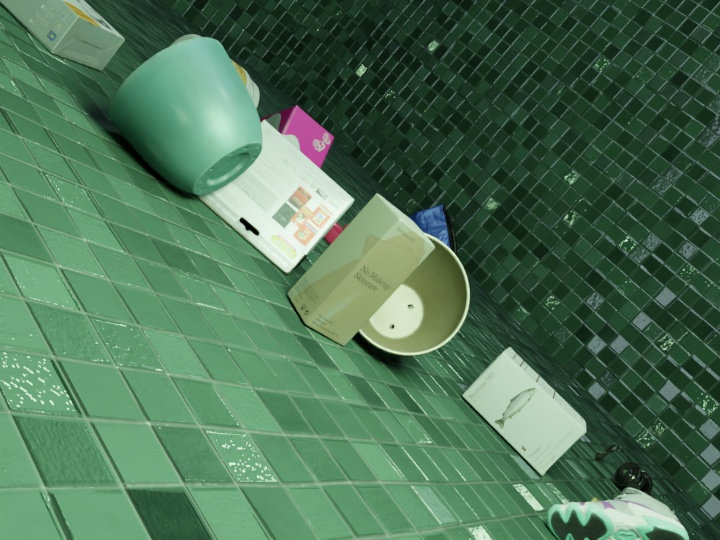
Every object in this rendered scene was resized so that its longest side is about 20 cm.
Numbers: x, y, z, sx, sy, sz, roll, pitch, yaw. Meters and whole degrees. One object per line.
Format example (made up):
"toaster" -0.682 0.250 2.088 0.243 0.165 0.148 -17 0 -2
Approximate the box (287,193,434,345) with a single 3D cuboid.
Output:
"box" 0.000 0.000 1.102 0.095 0.200 0.078 32 14 -41

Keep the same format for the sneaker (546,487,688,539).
"sneaker" 0.382 0.372 1.163 0.198 0.078 0.140 11 13 10

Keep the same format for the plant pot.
"plant pot" -0.239 -0.210 1.129 0.161 0.200 0.201 54 12 5

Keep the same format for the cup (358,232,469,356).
"cup" 0.066 0.052 1.255 0.200 0.200 0.143 43 -15 8

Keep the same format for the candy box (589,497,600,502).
"candy box" 0.416 0.454 1.198 0.115 0.055 0.200 40 12 -7

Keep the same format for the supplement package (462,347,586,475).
"supplement package" 0.304 0.256 1.419 0.200 0.117 0.117 44 11 12

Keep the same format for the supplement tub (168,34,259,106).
"supplement tub" -0.335 -0.417 1.715 0.200 0.145 0.145 28 17 -52

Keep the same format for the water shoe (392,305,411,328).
"water shoe" 0.048 0.069 1.432 0.200 0.071 0.079 52 -13 49

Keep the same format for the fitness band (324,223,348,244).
"fitness band" -0.046 -0.079 1.723 0.143 0.037 0.200 24 20 -52

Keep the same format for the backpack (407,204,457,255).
"backpack" 0.223 -0.093 2.421 0.162 0.167 0.202 -33 107 -75

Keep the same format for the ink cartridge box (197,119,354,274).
"ink cartridge box" -0.145 -0.110 1.258 0.200 0.176 0.084 42 -21 -3

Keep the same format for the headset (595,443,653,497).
"headset" 0.643 0.509 1.839 0.123 0.094 0.201 37 26 -45

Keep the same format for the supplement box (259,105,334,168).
"supplement box" -0.158 -0.222 1.435 0.103 0.102 0.199 35 -22 -31

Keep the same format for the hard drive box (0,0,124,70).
"hard drive box" -0.531 -0.450 1.318 0.200 0.077 0.156 43 10 6
